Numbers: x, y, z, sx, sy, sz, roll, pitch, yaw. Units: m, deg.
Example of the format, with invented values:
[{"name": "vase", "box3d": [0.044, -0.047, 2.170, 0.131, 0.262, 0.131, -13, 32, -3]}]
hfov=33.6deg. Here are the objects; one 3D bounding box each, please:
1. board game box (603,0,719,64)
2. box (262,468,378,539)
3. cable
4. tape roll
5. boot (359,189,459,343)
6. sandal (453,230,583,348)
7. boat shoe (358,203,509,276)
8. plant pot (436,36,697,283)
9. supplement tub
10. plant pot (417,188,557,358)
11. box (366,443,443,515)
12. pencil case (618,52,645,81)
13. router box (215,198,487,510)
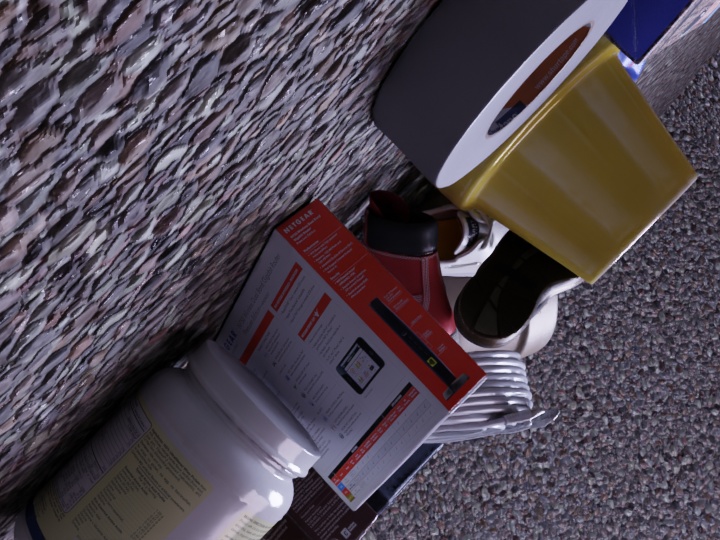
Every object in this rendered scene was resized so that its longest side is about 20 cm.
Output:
[{"name": "board game box", "box3d": [0.265, -0.270, 0.944, 0.160, 0.097, 0.200, -51, 170, 36]}, {"name": "box", "box3d": [-0.085, 0.208, 1.185, 0.075, 0.200, 0.100, -42, 173, -31]}, {"name": "cable", "box3d": [0.058, 0.120, 1.095, 0.198, 0.070, 0.200, -1, 168, -20]}, {"name": "tape roll", "box3d": [0.099, -0.151, 0.811, 0.200, 0.066, 0.200, -44, 172, -7]}, {"name": "boot", "box3d": [0.000, 0.000, 1.055, 0.072, 0.146, 0.199, -21, -164, -41]}, {"name": "sandal", "box3d": [0.141, 0.019, 1.052, 0.200, 0.081, 0.055, -43, 161, -46]}, {"name": "boat shoe", "box3d": [0.097, -0.031, 1.108, 0.197, 0.072, 0.070, -4, 174, -10]}, {"name": "plant pot", "box3d": [0.176, -0.099, 1.026, 0.201, 0.189, 0.201, -43, 172, -8]}, {"name": "supplement tub", "box3d": [-0.141, 0.166, 0.885, 0.200, 0.145, 0.145, -45, 172, 0]}, {"name": "plant pot", "box3d": [0.073, 0.024, 1.218, 0.172, 0.201, 0.200, -23, 163, -24]}, {"name": "box", "box3d": [-0.037, 0.190, 1.333, 0.118, 0.200, 0.196, -48, 171, 21]}, {"name": "pencil case", "box3d": [0.305, -0.276, 1.180, 0.200, 0.078, 0.087, -47, 149, 17]}, {"name": "router box", "box3d": [-0.018, 0.071, 0.913, 0.049, 0.180, 0.200, -38, 170, -36]}]
